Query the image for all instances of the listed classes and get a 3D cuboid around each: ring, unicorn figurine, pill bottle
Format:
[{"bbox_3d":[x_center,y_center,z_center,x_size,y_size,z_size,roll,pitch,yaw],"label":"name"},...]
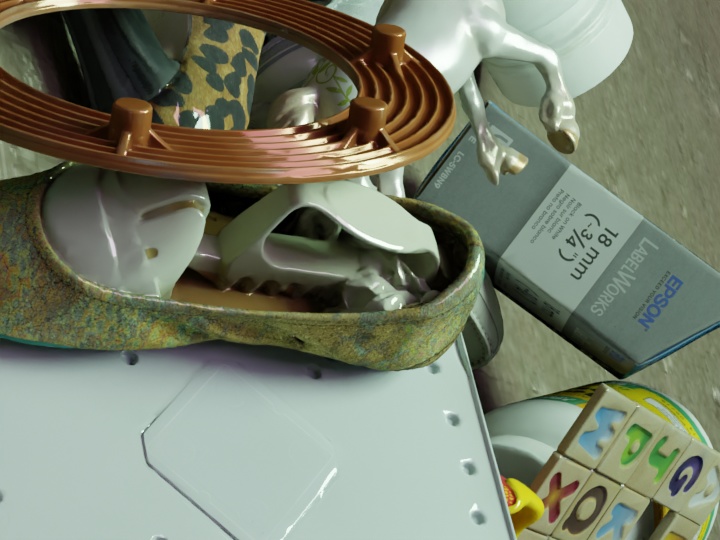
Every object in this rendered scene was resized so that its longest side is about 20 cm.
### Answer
[{"bbox_3d":[-0.064,-0.077,0.728,0.200,0.200,0.019,-50,152,-63],"label":"ring"},{"bbox_3d":[0.028,-0.090,0.909,0.137,0.074,0.200,57,42,-15],"label":"unicorn figurine"},{"bbox_3d":[0.101,0.116,1.036,0.200,0.113,0.113,-5,78,-66],"label":"pill bottle"},{"bbox_3d":[0.078,-0.196,1.203,0.200,0.114,0.114,56,28,-34],"label":"pill bottle"}]

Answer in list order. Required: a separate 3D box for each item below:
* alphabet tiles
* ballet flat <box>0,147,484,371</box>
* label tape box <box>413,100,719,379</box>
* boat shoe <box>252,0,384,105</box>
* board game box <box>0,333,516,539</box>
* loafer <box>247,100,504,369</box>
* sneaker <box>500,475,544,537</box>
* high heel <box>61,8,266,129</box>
[{"bbox_3d":[0.084,0.152,0.923,0.008,0.200,0.167,35,3,33],"label":"alphabet tiles"},{"bbox_3d":[-0.047,-0.009,0.690,0.200,0.071,0.071,8,61,-26],"label":"ballet flat"},{"bbox_3d":[0.124,0.008,1.044,0.200,0.063,0.144,37,-3,6],"label":"label tape box"},{"bbox_3d":[-0.017,-0.114,1.012,0.072,0.070,0.201,52,25,4],"label":"boat shoe"},{"bbox_3d":[-0.044,0.067,0.697,0.200,0.026,0.200,6,53,-29],"label":"board game box"},{"bbox_3d":[0.000,0.000,0.959,0.200,0.070,0.070,39,44,-40],"label":"loafer"},{"bbox_3d":[0.022,0.172,0.813,0.073,0.077,0.200,19,83,-63],"label":"sneaker"},{"bbox_3d":[-0.048,-0.091,0.894,0.200,0.071,0.143,-17,84,-51],"label":"high heel"}]
